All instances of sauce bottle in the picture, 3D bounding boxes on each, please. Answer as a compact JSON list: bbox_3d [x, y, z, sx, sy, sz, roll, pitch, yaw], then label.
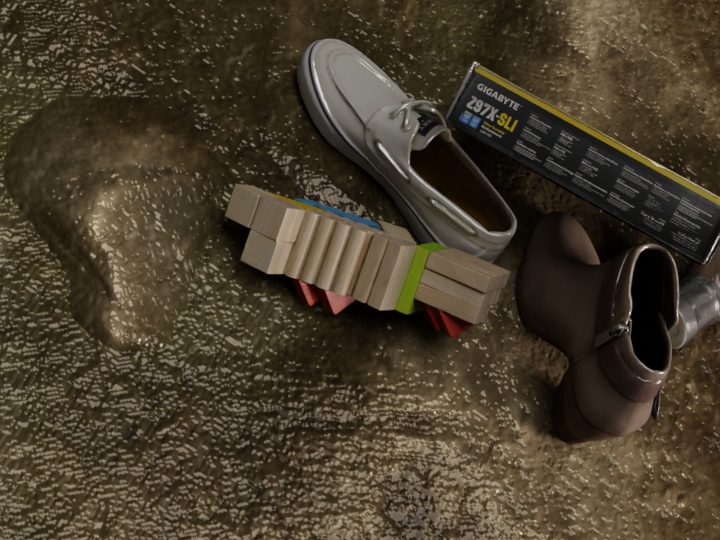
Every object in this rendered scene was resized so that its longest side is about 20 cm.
[{"bbox_3d":[0.285,-0.004,1.515,0.199,0.065,0.065,-29,80,-37],"label":"sauce bottle"}]

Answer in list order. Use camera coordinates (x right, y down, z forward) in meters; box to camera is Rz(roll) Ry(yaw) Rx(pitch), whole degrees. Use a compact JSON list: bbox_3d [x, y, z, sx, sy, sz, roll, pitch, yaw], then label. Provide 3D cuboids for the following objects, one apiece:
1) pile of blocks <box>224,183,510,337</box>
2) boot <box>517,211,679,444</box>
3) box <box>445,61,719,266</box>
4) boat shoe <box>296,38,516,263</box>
[{"bbox_3d":[0.000,0.000,1.377,0.198,0.082,0.063,19,100,-7],"label":"pile of blocks"},{"bbox_3d":[0.167,0.021,1.388,0.070,0.146,0.202,4,62,-18],"label":"boot"},{"bbox_3d":[0.160,-0.071,1.408,0.199,0.160,0.050,30,93,7],"label":"box"},{"bbox_3d":[0.036,-0.089,1.425,0.071,0.070,0.201,-33,83,-36],"label":"boat shoe"}]
